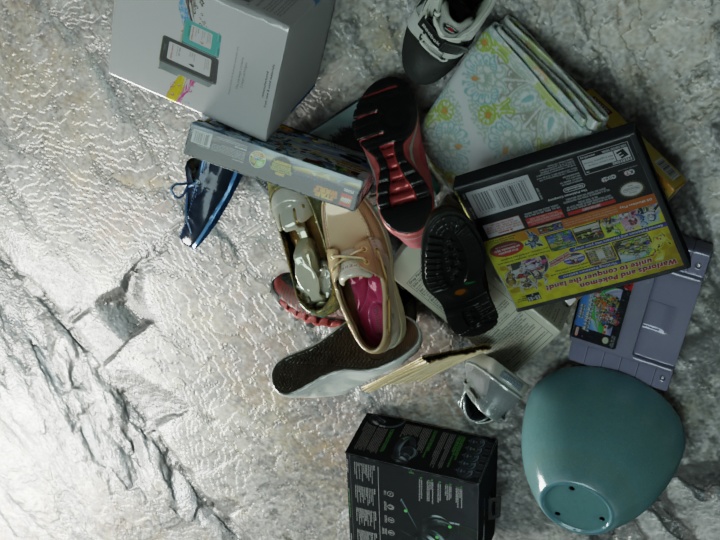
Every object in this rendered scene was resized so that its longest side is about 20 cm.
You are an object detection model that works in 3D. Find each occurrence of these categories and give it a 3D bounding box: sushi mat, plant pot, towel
[{"bbox_3d":[0.077,0.120,1.552,0.200,0.095,0.012,143,114,-64],"label":"sushi mat"},{"bbox_3d":[0.277,0.234,1.530,0.198,0.135,0.201,15,135,16],"label":"plant pot"},{"bbox_3d":[0.158,-0.146,1.371,0.171,0.048,0.200,50,132,16],"label":"towel"}]

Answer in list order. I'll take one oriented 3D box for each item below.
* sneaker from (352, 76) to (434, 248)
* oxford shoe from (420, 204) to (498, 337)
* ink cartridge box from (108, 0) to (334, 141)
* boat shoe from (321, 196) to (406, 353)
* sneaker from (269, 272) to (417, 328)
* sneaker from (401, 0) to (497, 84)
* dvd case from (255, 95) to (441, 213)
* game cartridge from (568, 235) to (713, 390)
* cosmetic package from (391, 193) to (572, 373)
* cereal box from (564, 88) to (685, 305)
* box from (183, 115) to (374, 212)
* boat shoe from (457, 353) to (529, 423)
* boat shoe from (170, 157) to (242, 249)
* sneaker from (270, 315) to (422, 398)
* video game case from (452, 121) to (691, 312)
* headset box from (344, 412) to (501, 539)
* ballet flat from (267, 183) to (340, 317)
[{"bbox_3d":[0.039,-0.114,1.404,0.073,0.202,0.087,-12,157,7],"label":"sneaker"},{"bbox_3d":[0.098,-0.013,1.376,0.072,0.085,0.201,-14,144,3],"label":"oxford shoe"},{"bbox_3d":[-0.150,-0.268,1.395,0.198,0.147,0.147,24,130,9],"label":"ink cartridge box"},{"bbox_3d":[0.000,0.000,1.465,0.073,0.069,0.202,-19,95,20],"label":"boat shoe"},{"bbox_3d":[-0.016,0.031,1.587,0.199,0.071,0.099,19,129,10],"label":"sneaker"},{"bbox_3d":[0.091,-0.262,1.325,0.074,0.089,0.200,33,131,-1],"label":"sneaker"},{"bbox_3d":[-0.021,-0.108,1.526,0.199,0.022,0.146,-27,108,37],"label":"dvd case"},{"bbox_3d":[0.314,0.039,1.462,0.128,0.038,0.201,15,127,11],"label":"game cartridge"},{"bbox_3d":[0.140,0.017,1.502,0.200,0.071,0.105,40,131,-5],"label":"cosmetic package"},{"bbox_3d":[0.239,-0.076,1.391,0.144,0.039,0.200,45,131,12],"label":"cereal box"},{"bbox_3d":[-0.083,-0.127,1.425,0.198,0.137,0.040,19,108,5],"label":"box"},{"bbox_3d":[0.146,0.145,1.519,0.070,0.201,0.072,38,86,0],"label":"boat shoe"},{"bbox_3d":[-0.182,-0.121,1.566,0.068,0.084,0.201,28,114,-1],"label":"boat shoe"},{"bbox_3d":[-0.007,0.105,1.564,0.198,0.085,0.074,-19,70,20],"label":"sneaker"},{"bbox_3d":[0.222,-0.051,1.336,0.198,0.026,0.181,-16,124,24],"label":"video game case"},{"bbox_3d":[0.089,0.301,1.708,0.198,0.093,0.176,9,125,19],"label":"headset box"},{"bbox_3d":[-0.068,-0.040,1.509,0.070,0.071,0.202,-12,101,31],"label":"ballet flat"}]
